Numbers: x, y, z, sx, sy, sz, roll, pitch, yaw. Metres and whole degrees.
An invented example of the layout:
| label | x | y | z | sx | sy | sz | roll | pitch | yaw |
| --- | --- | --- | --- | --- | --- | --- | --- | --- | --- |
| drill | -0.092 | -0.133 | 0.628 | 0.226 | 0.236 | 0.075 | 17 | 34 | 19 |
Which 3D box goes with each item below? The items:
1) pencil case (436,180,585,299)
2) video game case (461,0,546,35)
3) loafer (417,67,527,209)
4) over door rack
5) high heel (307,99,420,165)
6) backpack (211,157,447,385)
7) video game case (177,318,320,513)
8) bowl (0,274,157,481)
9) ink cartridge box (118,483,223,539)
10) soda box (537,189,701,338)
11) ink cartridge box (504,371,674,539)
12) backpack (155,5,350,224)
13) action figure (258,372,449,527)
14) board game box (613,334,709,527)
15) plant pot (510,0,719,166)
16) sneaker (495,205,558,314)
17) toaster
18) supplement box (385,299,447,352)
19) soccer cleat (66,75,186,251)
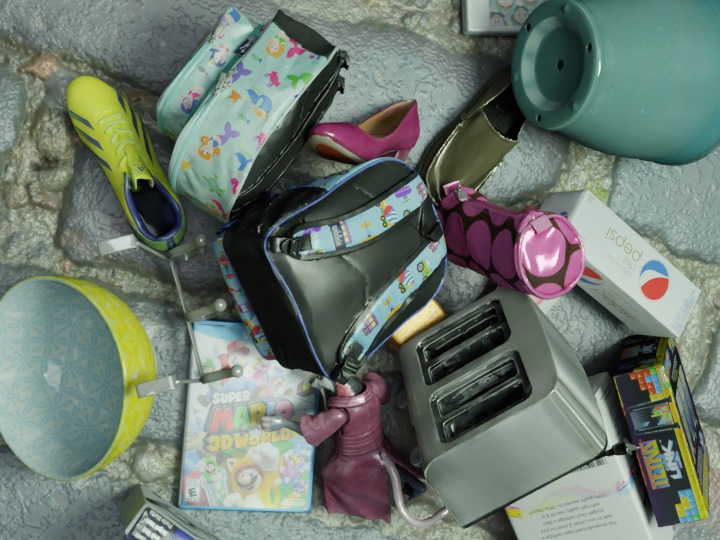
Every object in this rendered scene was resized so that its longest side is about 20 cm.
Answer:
| label | x | y | z | sx | sy | sz | roll | pitch | yaw |
| --- | --- | --- | --- | --- | --- | --- | --- | --- | --- |
| pencil case | 0.144 | -0.034 | 1.135 | 0.091 | 0.200 | 0.094 | -15 | 107 | -21 |
| video game case | 0.211 | -0.360 | 1.282 | 0.200 | 0.024 | 0.182 | -2 | 90 | -14 |
| loafer | 0.130 | -0.145 | 1.235 | 0.075 | 0.070 | 0.200 | 33 | 82 | -11 |
| over door rack | -0.169 | 0.041 | 1.080 | 0.067 | 0.200 | 0.148 | -18 | 85 | 10 |
| high heel | 0.005 | -0.153 | 1.158 | 0.067 | 0.200 | 0.096 | 16 | 91 | 20 |
| backpack | -0.018 | -0.014 | 1.096 | 0.200 | 0.135 | 0.183 | -38 | 115 | -30 |
| video game case | -0.116 | 0.156 | 1.198 | 0.143 | 0.018 | 0.200 | 5 | 88 | -12 |
| bowl | -0.266 | 0.098 | 1.107 | 0.108 | 0.200 | 0.200 | -9 | 91 | -56 |
| ink cartridge box | -0.145 | 0.291 | 1.097 | 0.200 | 0.200 | 0.041 | 38 | 81 | -11 |
| soda box | 0.273 | -0.005 | 1.209 | 0.200 | 0.068 | 0.064 | 37 | 73 | -25 |
| ink cartridge box | 0.232 | 0.231 | 1.212 | 0.145 | 0.084 | 0.200 | -21 | 95 | 28 |
| backpack | -0.119 | -0.151 | 1.122 | 0.151 | 0.178 | 0.200 | 28 | 80 | -2 |
| action figure | -0.004 | 0.175 | 1.155 | 0.134 | 0.149 | 0.200 | -34 | 125 | -28 |
| board game box | 0.329 | 0.163 | 1.214 | 0.057 | 0.200 | 0.165 | -15 | 93 | 19 |
| plant pot | 0.269 | -0.212 | 1.178 | 0.188 | 0.200 | 0.200 | -2 | 89 | -31 |
| sneaker | 0.182 | -0.008 | 1.241 | 0.200 | 0.075 | 0.105 | -38 | 103 | -19 |
| toaster | 0.141 | 0.131 | 1.120 | 0.200 | 0.181 | 0.119 | -31 | 126 | 14 |
| supplement box | 0.000 | 0.000 | 1.205 | 0.200 | 0.067 | 0.069 | 45 | 80 | -8 |
| soccer cleat | -0.235 | -0.112 | 1.142 | 0.065 | 0.084 | 0.200 | -29 | 95 | -12 |
